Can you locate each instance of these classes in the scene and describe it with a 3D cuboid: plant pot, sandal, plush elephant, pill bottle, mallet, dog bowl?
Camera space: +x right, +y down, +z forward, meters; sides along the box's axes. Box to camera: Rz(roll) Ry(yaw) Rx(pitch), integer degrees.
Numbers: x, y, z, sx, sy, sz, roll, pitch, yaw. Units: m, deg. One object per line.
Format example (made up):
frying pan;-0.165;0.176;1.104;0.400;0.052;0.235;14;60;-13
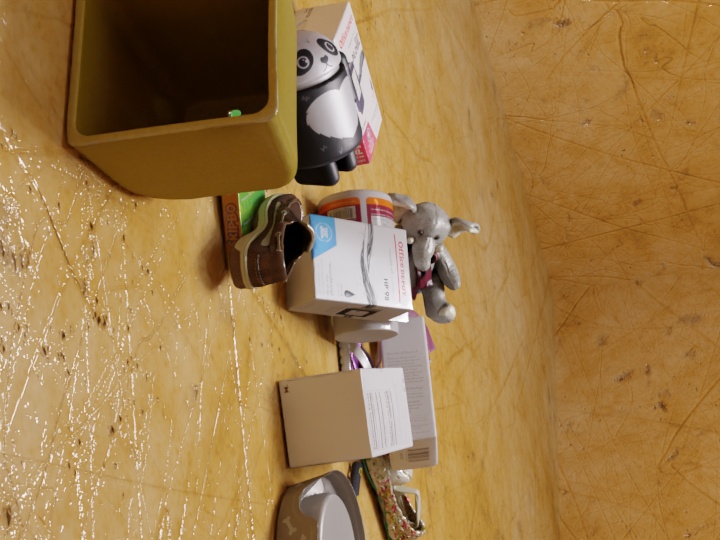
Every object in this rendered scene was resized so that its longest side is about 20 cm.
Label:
plant pot;-0.148;-0.169;1.249;0.200;0.193;0.196;64;22;-64
sandal;0.003;0.130;1.879;0.082;0.050;0.204;0;82;-75
plush elephant;0.086;-0.034;1.931;0.155;0.164;0.201;120;-20;-63
pill bottle;0.000;-0.005;1.829;0.110;0.109;0.201;36;47;-69
mallet;-0.015;0.321;1.748;0.200;0.041;0.066;-87;159;-51
dog bowl;-0.046;0.343;1.566;0.200;0.058;0.201;-9;90;-75

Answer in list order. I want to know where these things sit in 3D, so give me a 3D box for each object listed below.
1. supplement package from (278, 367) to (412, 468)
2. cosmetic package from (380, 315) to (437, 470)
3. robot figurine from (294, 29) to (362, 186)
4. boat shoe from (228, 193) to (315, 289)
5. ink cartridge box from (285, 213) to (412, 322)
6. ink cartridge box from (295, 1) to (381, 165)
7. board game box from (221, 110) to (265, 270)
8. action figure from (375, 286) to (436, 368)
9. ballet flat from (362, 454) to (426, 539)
supplement package;-0.016;0.185;1.660;0.200;0.113;0.110;12;69;-73
cosmetic package;0.069;0.177;1.895;0.102;0.074;0.201;84;-1;-56
robot figurine;-0.066;-0.209;1.670;0.150;0.124;0.201;-97;172;-63
boat shoe;-0.086;-0.033;1.499;0.202;0.074;0.075;-67;149;-60
ink cartridge box;0.000;0.000;1.712;0.199;0.067;0.116;7;70;-36
ink cartridge box;-0.039;-0.268;1.882;0.145;0.084;0.201;-76;153;-56
board game box;-0.137;-0.102;1.520;0.096;0.030;0.201;-8;96;-75
action figure;0.044;0.055;2.046;0.149;0.134;0.201;-34;111;-32
ballet flat;0.053;0.322;1.935;0.076;0.064;0.201;-73;150;-57
